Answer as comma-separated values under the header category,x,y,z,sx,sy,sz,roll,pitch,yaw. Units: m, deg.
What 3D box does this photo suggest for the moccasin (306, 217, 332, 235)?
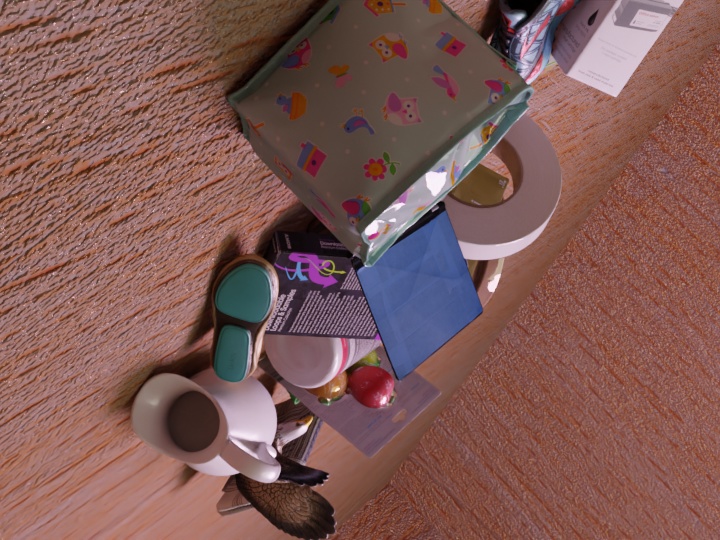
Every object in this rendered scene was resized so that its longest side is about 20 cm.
category,x,y,z,sx,sy,sz,roll,pitch,yaw
moccasin,0.001,-0.001,1.449,0.074,0.078,0.202,-42,150,-12

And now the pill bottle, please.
category,x,y,z,sx,sy,sz,roll,pitch,yaw
pill bottle,-0.027,0.064,1.578,0.200,0.111,0.111,-30,158,-55

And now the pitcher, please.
category,x,y,z,sx,sy,sz,roll,pitch,yaw
pitcher,-0.145,0.182,1.378,0.122,0.171,0.200,-57,166,1

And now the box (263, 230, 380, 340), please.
category,x,y,z,sx,sy,sz,roll,pitch,yaw
box,-0.023,0.019,1.379,0.198,0.036,0.144,3,139,-25

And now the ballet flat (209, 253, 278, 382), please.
category,x,y,z,sx,sy,sz,roll,pitch,yaw
ballet flat,-0.123,0.037,1.300,0.201,0.068,0.063,112,-4,-46

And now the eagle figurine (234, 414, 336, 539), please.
category,x,y,z,sx,sy,sz,roll,pitch,yaw
eagle figurine,-0.115,0.235,1.551,0.151,0.201,0.151,12,130,-41

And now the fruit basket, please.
category,x,y,z,sx,sy,sz,roll,pitch,yaw
fruit basket,-0.016,0.150,1.666,0.185,0.200,0.094,-35,161,-48

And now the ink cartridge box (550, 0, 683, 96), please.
category,x,y,z,sx,sy,sz,roll,pitch,yaw
ink cartridge box,0.292,-0.327,1.410,0.083,0.145,0.201,16,121,-29

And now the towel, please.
category,x,y,z,sx,sy,sz,roll,pitch,yaw
towel,-0.123,0.250,1.741,0.199,0.034,0.194,-28,-149,51

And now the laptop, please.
category,x,y,z,sx,sy,sz,roll,pitch,yaw
laptop,0.086,-0.028,1.231,0.187,0.116,0.201,-34,160,-51

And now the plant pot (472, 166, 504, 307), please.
category,x,y,z,sx,sy,sz,roll,pitch,yaw
plant pot,0.117,-0.046,1.690,0.092,0.203,0.202,3,142,-21

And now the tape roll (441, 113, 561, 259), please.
category,x,y,z,sx,sy,sz,roll,pitch,yaw
tape roll,0.128,-0.108,1.401,0.203,0.203,0.037,-42,167,-26

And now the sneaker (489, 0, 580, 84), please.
category,x,y,z,sx,sy,sz,roll,pitch,yaw
sneaker,0.176,-0.285,1.384,0.095,0.079,0.201,-9,137,-44

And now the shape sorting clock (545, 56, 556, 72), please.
category,x,y,z,sx,sy,sz,roll,pitch,yaw
shape sorting clock,0.261,-0.327,1.577,0.200,0.039,0.200,-43,163,-16

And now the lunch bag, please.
category,x,y,z,sx,sy,sz,roll,pitch,yaw
lunch bag,0.020,-0.135,1.010,0.200,0.170,0.122,-43,166,-10

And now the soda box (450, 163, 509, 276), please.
category,x,y,z,sx,sy,sz,roll,pitch,yaw
soda box,0.107,-0.032,1.499,0.202,0.063,0.068,-68,-162,-10
